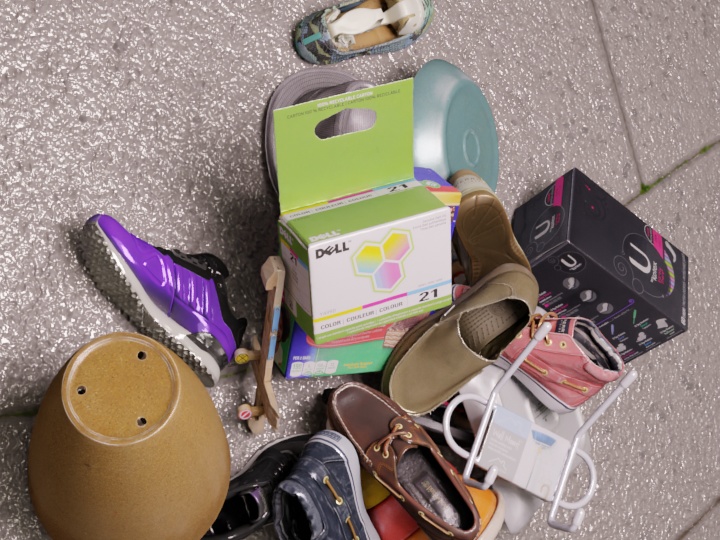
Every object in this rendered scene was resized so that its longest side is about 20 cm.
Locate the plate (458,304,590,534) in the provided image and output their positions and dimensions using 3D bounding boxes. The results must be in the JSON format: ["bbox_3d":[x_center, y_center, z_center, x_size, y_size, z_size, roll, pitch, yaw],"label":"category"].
[{"bbox_3d":[0.193,0.158,1.283,0.199,0.032,0.203,-30,104,-49],"label":"plate"}]

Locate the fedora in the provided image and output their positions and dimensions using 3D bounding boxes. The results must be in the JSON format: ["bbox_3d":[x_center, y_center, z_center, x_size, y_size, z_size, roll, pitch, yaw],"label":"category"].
[{"bbox_3d":[-0.009,-0.130,1.222,0.174,0.090,0.204,4,80,-30],"label":"fedora"}]

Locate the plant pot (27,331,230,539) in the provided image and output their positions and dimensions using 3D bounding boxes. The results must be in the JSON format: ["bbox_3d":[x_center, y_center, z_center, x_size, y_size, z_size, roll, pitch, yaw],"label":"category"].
[{"bbox_3d":[-0.195,0.134,0.969,0.183,0.201,0.189,4,62,-8],"label":"plant pot"}]

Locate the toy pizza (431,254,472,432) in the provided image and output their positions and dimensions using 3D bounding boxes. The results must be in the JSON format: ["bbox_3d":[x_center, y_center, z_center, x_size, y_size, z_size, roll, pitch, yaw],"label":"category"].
[{"bbox_3d":[0.132,0.081,1.306,0.197,0.032,0.204,5,80,-30],"label":"toy pizza"}]

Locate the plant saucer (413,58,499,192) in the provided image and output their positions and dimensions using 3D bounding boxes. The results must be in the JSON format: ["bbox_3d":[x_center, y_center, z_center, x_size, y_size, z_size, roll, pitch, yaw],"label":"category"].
[{"bbox_3d":[0.110,-0.134,1.273,0.199,0.035,0.204,6,83,-59],"label":"plant saucer"}]

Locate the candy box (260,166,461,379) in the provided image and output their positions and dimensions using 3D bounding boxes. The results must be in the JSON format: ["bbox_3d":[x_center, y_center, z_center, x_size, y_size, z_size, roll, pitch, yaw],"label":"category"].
[{"bbox_3d":[0.000,0.000,1.163,0.167,0.077,0.203,-2,115,-31],"label":"candy box"}]

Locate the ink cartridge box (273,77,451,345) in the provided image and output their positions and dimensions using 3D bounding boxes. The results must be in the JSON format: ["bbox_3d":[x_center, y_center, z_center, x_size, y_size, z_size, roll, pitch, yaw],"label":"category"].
[{"bbox_3d":[0.003,-0.053,1.038,0.146,0.076,0.203,-16,123,-20],"label":"ink cartridge box"}]

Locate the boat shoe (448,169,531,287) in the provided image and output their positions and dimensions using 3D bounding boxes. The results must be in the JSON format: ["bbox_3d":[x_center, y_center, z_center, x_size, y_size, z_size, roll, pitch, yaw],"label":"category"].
[{"bbox_3d":[0.137,-0.027,1.239,0.073,0.067,0.202,-17,135,1],"label":"boat shoe"}]

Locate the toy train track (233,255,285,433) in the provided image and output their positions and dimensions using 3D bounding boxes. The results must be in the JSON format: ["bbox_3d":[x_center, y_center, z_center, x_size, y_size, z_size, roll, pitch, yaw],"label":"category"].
[{"bbox_3d":[-0.100,0.075,1.100,0.032,0.115,0.202,-2,127,-18],"label":"toy train track"}]

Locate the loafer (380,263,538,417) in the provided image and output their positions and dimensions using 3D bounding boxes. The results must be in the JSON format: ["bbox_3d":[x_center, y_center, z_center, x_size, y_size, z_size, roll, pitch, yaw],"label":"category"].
[{"bbox_3d":[0.097,0.073,1.146,0.076,0.068,0.200,42,100,-9],"label":"loafer"}]

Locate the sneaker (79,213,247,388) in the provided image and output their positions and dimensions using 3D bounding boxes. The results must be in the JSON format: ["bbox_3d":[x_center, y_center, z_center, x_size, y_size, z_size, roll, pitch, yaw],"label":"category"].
[{"bbox_3d":[-0.183,0.010,1.113,0.100,0.069,0.201,-50,115,-29],"label":"sneaker"}]

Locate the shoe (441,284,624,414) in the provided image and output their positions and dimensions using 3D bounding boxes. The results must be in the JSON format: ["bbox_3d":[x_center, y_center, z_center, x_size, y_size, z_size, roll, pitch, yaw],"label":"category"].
[{"bbox_3d":[0.182,0.066,1.207,0.199,0.091,0.072,39,40,-14],"label":"shoe"}]

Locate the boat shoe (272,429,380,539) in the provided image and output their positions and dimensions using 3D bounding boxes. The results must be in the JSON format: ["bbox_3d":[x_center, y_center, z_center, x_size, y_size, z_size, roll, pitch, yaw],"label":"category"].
[{"bbox_3d":[-0.035,0.261,1.119,0.091,0.070,0.203,-43,128,-45],"label":"boat shoe"}]

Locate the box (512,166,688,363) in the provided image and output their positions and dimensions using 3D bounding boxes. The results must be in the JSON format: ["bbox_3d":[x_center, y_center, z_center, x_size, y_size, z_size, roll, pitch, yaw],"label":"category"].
[{"bbox_3d":[0.280,-0.002,1.347,0.199,0.106,0.124,33,46,-22],"label":"box"}]

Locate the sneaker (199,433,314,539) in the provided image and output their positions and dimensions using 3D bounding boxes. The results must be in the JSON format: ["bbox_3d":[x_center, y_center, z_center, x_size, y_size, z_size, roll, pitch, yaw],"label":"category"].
[{"bbox_3d":[-0.095,0.222,1.116,0.198,0.087,0.077,-26,95,-31],"label":"sneaker"}]

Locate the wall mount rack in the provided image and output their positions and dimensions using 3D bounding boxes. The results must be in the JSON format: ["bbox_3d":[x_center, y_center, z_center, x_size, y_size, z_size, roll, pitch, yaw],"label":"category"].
[{"bbox_3d":[0.188,0.158,1.161,0.198,0.074,0.176,28,75,-21],"label":"wall mount rack"}]

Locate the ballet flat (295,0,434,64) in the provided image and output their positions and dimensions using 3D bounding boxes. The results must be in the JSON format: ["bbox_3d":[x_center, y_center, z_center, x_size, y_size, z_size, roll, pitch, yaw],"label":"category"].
[{"bbox_3d":[0.020,-0.276,1.278,0.198,0.074,0.075,-28,97,-31],"label":"ballet flat"}]

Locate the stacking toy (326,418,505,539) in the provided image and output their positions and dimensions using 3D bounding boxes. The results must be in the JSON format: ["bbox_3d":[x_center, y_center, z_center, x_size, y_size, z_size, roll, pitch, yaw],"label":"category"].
[{"bbox_3d":[0.040,0.217,1.176,0.201,0.146,0.146,50,62,-5],"label":"stacking toy"}]

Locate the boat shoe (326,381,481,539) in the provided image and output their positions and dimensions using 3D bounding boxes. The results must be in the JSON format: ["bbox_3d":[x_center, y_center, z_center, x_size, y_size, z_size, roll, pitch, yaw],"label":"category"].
[{"bbox_3d":[0.043,0.181,1.106,0.070,0.071,0.200,-42,76,-15],"label":"boat shoe"}]

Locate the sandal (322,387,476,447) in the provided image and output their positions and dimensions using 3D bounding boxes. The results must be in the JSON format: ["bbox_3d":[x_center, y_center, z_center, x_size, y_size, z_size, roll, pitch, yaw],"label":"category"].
[{"bbox_3d":[0.053,0.148,1.226,0.198,0.075,0.046,23,69,-23],"label":"sandal"}]
